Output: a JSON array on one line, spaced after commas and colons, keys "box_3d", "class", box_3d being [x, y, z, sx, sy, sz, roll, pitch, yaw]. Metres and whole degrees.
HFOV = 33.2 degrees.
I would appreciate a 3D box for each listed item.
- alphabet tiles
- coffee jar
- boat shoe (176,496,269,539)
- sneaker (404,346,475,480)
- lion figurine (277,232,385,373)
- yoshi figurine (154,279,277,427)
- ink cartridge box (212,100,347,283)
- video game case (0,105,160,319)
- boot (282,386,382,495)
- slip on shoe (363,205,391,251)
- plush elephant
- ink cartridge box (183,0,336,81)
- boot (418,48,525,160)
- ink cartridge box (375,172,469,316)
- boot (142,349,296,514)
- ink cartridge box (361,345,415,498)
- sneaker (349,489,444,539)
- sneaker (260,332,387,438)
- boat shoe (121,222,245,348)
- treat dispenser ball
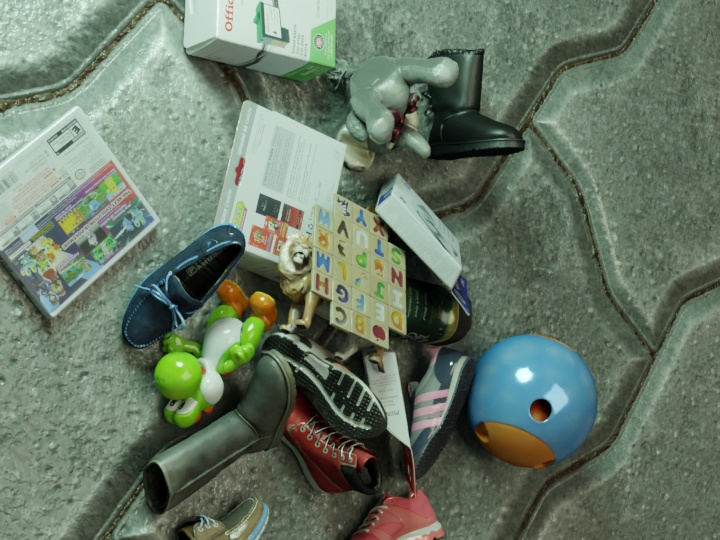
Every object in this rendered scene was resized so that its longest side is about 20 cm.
[{"box_3d": [0.000, 0.000, 1.589, 0.166, 0.006, 0.202, 27, 49, -35], "class": "alphabet tiles"}, {"box_3d": [0.065, 0.056, 1.759, 0.199, 0.104, 0.086, 13, 72, -36], "class": "coffee jar"}, {"box_3d": [-0.197, 0.351, 1.536, 0.200, 0.072, 0.073, -44, 110, -33], "class": "boat shoe"}, {"box_3d": [0.099, 0.209, 1.802, 0.202, 0.082, 0.070, -65, 153, -3], "class": "sneaker"}, {"box_3d": [-0.032, 0.043, 1.589, 0.199, 0.072, 0.123, 32, 60, -24], "class": "lion figurine"}, {"box_3d": [-0.196, 0.102, 1.554, 0.112, 0.112, 0.201, 36, 65, -11], "class": "yoshi figurine"}, {"box_3d": [-0.127, -0.104, 1.639, 0.175, 0.084, 0.202, 23, 71, -33], "class": "ink cartridge box"}, {"box_3d": [-0.366, -0.073, 1.486, 0.200, 0.023, 0.183, -47, 112, -33], "class": "video game case"}, {"box_3d": [-0.050, 0.216, 1.624, 0.072, 0.144, 0.201, -42, 107, -31], "class": "boot"}, {"box_3d": [0.001, -0.032, 1.708, 0.200, 0.075, 0.061, -63, 151, -65], "class": "slip on shoe"}, {"box_3d": [0.044, -0.222, 1.755, 0.165, 0.199, 0.155, -46, 135, -18], "class": "plush elephant"}, {"box_3d": [-0.136, -0.356, 1.663, 0.199, 0.084, 0.148, 6, 80, -38], "class": "ink cartridge box"}, {"box_3d": [0.169, -0.254, 1.827, 0.073, 0.197, 0.164, 5, 88, -40], "class": "boot"}, {"box_3d": [0.103, -0.043, 1.736, 0.041, 0.200, 0.200, -40, 98, 11], "class": "ink cartridge box"}, {"box_3d": [-0.181, 0.204, 1.534, 0.199, 0.072, 0.183, -18, 133, -36], "class": "boot"}, {"box_3d": [0.038, 0.209, 1.690, 0.047, 0.160, 0.202, -8, 90, -2], "class": "ink cartridge box"}, {"box_3d": [0.029, 0.367, 1.728, 0.199, 0.074, 0.088, -8, 76, -42], "class": "sneaker"}, {"box_3d": [-0.037, 0.146, 1.619, 0.200, 0.074, 0.080, 39, 19, 16], "class": "sneaker"}, {"box_3d": [-0.225, 0.018, 1.510, 0.084, 0.069, 0.200, 38, 93, -24], "class": "boat shoe"}, {"box_3d": [0.258, 0.198, 1.833, 0.199, 0.200, 0.203, 5, 81, -38], "class": "treat dispenser ball"}]
